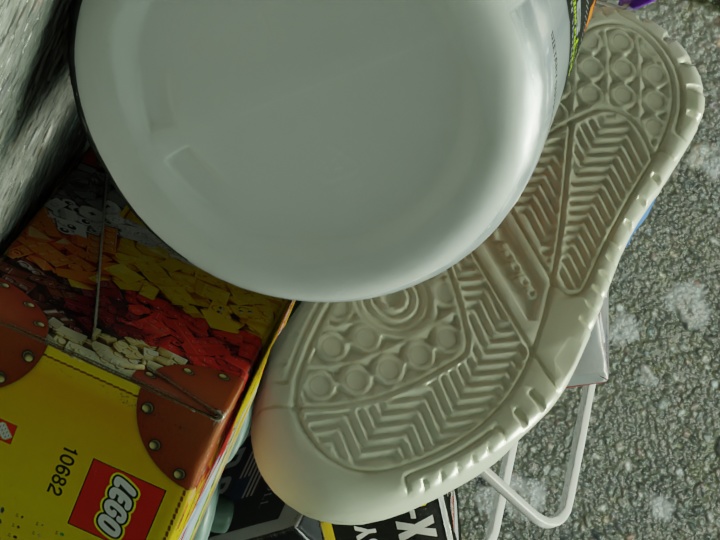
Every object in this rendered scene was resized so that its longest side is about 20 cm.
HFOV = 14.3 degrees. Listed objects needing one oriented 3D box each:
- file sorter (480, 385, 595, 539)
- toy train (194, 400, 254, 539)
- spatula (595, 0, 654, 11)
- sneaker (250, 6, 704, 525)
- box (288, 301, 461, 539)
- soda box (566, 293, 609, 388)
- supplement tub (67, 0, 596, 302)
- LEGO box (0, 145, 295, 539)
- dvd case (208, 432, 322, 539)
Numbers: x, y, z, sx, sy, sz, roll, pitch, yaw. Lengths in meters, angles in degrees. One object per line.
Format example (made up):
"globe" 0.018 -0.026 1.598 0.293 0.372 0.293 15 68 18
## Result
"file sorter" -0.004 0.067 1.314 0.200 0.124 0.139 -25 -145 37
"toy train" -0.083 0.056 1.033 0.114 0.085 0.201 -87 -166 -52
"spatula" 0.044 -0.079 0.890 0.057 0.199 0.021 -159 -128 -84
"sneaker" 0.024 0.016 0.852 0.200 0.077 0.111 -54 179 -35
"box" 0.000 0.000 1.039 0.200 0.049 0.160 -92 172 -51
"soda box" 0.055 -0.023 1.043 0.200 0.063 0.070 -79 158 -70
"supplement tub" 0.004 -0.086 0.773 0.200 0.122 0.123 -66 179 -60
"LEGO box" -0.093 0.081 0.842 0.149 0.077 0.201 -64 178 -67
"dvd case" -0.062 0.076 1.217 0.200 0.025 0.151 -21 -146 43
